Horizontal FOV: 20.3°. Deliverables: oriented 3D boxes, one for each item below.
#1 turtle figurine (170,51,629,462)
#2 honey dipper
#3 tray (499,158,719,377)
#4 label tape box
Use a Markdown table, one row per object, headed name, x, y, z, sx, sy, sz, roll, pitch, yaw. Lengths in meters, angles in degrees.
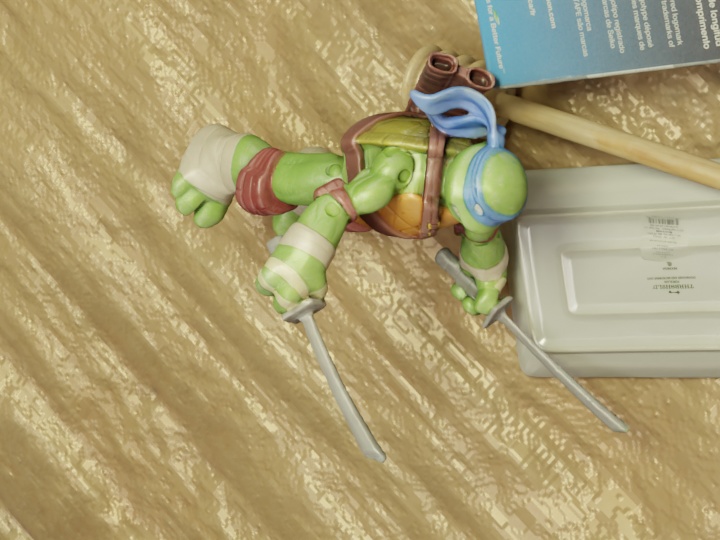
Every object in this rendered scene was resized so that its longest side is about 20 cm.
| name | x | y | z | sx | sy | sz | roll | pitch | yaw |
| --- | --- | --- | --- | --- | --- | --- | --- | --- | --- |
| turtle figurine | 0.000 | 0.000 | 0.958 | 0.194 | 0.144 | 0.200 | 18 | 129 | 51 |
| honey dipper | 0.111 | -0.063 | 0.945 | 0.200 | 0.038 | 0.038 | 21 | 115 | 29 |
| tray | 0.152 | 0.002 | 0.953 | 0.200 | 0.022 | 0.108 | -2 | 102 | 33 |
| label tape box | 0.142 | -0.165 | 0.883 | 0.200 | 0.066 | 0.144 | -5 | 103 | 32 |
